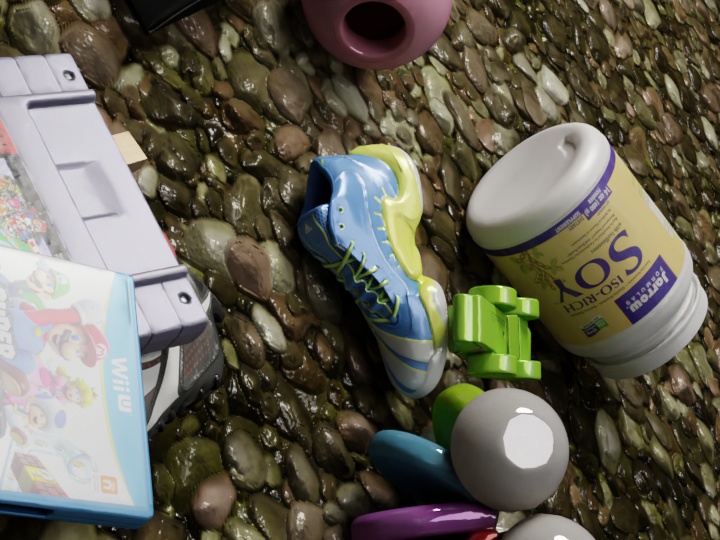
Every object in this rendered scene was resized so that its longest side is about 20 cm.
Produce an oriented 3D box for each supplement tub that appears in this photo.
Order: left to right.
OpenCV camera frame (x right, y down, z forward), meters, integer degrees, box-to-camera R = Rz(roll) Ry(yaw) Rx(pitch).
[{"bbox_3d":[0.203,-0.015,1.257,0.200,0.145,0.146,48,39,-22],"label":"supplement tub"}]

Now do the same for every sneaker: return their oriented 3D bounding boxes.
[{"bbox_3d":[-0.130,0.069,0.843,0.098,0.071,0.201,41,41,-27],"label":"sneaker"},{"bbox_3d":[0.000,0.000,1.069,0.105,0.076,0.201,2,68,-32],"label":"sneaker"}]

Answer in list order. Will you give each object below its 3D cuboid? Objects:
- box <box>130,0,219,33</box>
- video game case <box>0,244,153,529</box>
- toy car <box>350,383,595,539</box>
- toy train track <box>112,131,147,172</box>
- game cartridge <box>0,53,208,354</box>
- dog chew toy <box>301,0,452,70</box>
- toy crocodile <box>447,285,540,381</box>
[{"bbox_3d":[-0.144,-0.292,1.030,0.200,0.079,0.141,60,33,-8],"label":"box"},{"bbox_3d":[-0.195,0.045,0.681,0.199,0.018,0.144,15,50,-36],"label":"video game case"},{"bbox_3d":[0.069,0.183,0.987,0.149,0.175,0.201,-13,79,-17],"label":"toy car"},{"bbox_3d":[-0.212,-0.044,0.834,0.200,0.033,0.115,-22,72,-46],"label":"toy train track"},{"bbox_3d":[-0.182,-0.037,0.803,0.129,0.038,0.200,-10,63,-46],"label":"game cartridge"},{"bbox_3d":[0.017,-0.259,1.187,0.124,0.124,0.200,41,35,-30],"label":"dog chew toy"},{"bbox_3d":[0.101,0.053,1.108,0.200,0.061,0.068,22,65,-69],"label":"toy crocodile"}]
